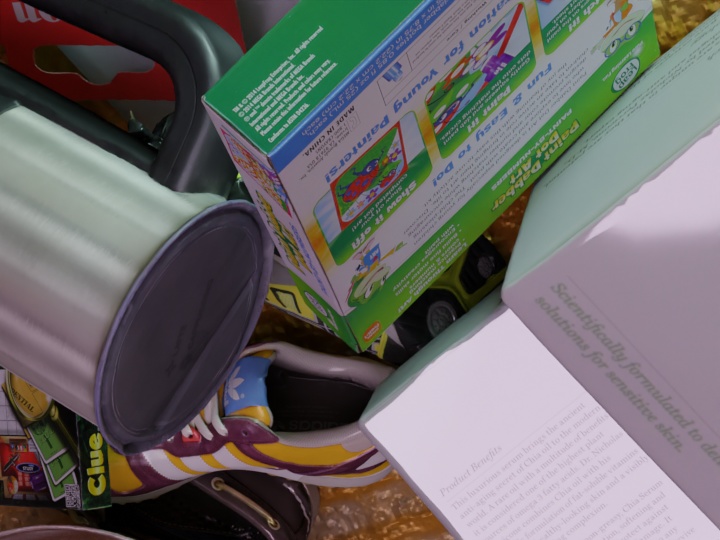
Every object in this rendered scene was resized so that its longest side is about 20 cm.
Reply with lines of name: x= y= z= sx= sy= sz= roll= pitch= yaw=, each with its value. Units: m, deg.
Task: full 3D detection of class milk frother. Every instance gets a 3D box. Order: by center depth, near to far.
milk frother: x=-0.157 y=-0.035 z=0.896 sx=0.188 sy=0.200 sz=0.181 roll=28 pitch=115 yaw=23

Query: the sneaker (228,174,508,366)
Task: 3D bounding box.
sneaker: x=0.000 y=0.000 z=1.059 sx=0.200 sy=0.076 sz=0.076 roll=36 pitch=151 yaw=-26

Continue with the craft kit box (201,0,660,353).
craft kit box: x=0.039 y=-0.081 z=0.911 sx=0.200 sy=0.198 sz=0.048 roll=-45 pitch=63 yaw=-10

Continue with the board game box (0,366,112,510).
board game box: x=-0.197 y=0.063 z=1.090 sx=0.199 sy=0.023 sz=0.105 roll=-4 pitch=89 yaw=44

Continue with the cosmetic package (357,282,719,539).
cosmetic package: x=0.103 y=0.106 z=0.997 sx=0.101 sy=0.071 sz=0.200 roll=-39 pitch=94 yaw=13

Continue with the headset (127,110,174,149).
headset: x=-0.154 y=-0.025 z=1.070 sx=0.200 sy=0.094 sz=0.124 roll=-28 pitch=106 yaw=33

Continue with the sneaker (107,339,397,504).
sneaker: x=-0.074 y=0.066 z=1.076 sx=0.199 sy=0.075 sz=0.090 roll=-4 pitch=156 yaw=-4

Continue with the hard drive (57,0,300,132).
hard drive: x=-0.077 y=-0.126 z=1.046 sx=0.132 sy=0.026 sz=0.200 roll=-38 pitch=102 yaw=24

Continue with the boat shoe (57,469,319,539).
boat shoe: x=-0.122 y=0.107 z=1.141 sx=0.199 sy=0.060 sz=0.072 roll=20 pitch=116 yaw=3

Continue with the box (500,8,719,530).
box: x=0.204 y=-0.011 z=0.956 sx=0.200 sy=0.171 sz=0.199 roll=-39 pitch=101 yaw=24

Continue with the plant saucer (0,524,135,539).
plant saucer: x=-0.136 y=0.213 z=1.077 sx=0.199 sy=0.032 sz=0.201 roll=3 pitch=106 yaw=10

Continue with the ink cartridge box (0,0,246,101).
ink cartridge box: x=-0.143 y=-0.148 z=0.974 sx=0.160 sy=0.050 sz=0.201 roll=2 pitch=127 yaw=17
